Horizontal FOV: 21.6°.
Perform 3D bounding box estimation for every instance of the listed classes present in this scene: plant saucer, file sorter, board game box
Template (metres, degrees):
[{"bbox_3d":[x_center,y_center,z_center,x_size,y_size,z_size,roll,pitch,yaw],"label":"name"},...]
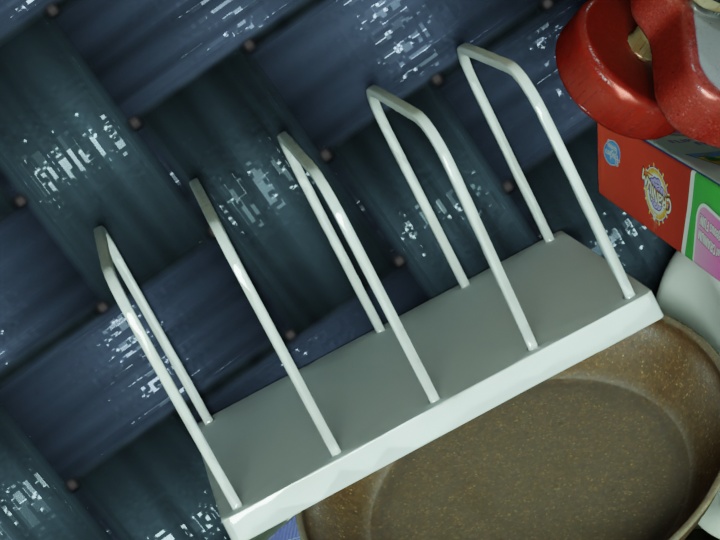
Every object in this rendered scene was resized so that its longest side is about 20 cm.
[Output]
[{"bbox_3d":[0.071,0.089,0.832,0.200,0.200,0.037,-25,124,-4],"label":"plant saucer"},{"bbox_3d":[0.000,0.000,0.820,0.200,0.139,0.125,-27,106,-4],"label":"file sorter"},{"bbox_3d":[0.206,-0.035,0.819,0.153,0.200,0.040,-5,107,-10],"label":"board game box"}]

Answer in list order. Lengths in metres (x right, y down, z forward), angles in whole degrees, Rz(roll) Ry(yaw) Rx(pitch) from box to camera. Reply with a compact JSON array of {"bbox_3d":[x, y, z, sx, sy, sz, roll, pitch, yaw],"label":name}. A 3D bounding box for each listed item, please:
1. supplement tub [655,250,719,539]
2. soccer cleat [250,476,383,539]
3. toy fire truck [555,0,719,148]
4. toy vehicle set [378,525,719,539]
[{"bbox_3d":[0.250,0.048,0.880,0.200,0.145,0.145,-3,106,-11],"label":"supplement tub"},{"bbox_3d":[-0.056,0.176,0.889,0.084,0.065,0.200,42,91,-6],"label":"soccer cleat"},{"bbox_3d":[0.178,-0.125,0.799,0.168,0.200,0.112,16,140,-19],"label":"toy fire truck"},{"bbox_3d":[0.117,0.164,0.868,0.200,0.124,0.027,3,120,-29],"label":"toy vehicle set"}]
